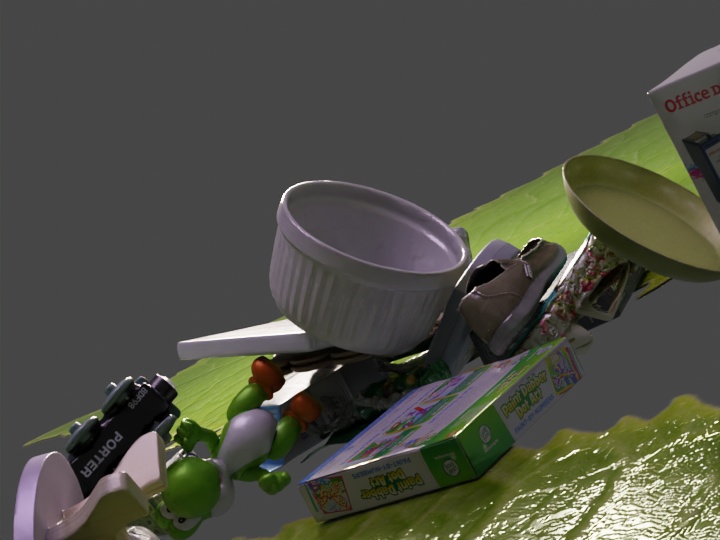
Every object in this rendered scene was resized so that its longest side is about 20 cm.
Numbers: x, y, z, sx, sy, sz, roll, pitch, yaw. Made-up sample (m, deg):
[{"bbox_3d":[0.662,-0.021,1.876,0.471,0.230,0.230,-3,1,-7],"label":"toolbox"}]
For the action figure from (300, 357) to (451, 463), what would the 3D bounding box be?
[{"bbox_3d":[0.024,0.130,1.728,0.199,0.055,0.118,-27,17,43],"label":"action figure"}]

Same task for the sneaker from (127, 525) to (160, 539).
[{"bbox_3d":[-0.233,0.266,1.608,0.074,0.083,0.200,-27,3,-1],"label":"sneaker"}]

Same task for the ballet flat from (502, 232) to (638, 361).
[{"bbox_3d":[0.205,0.037,1.590,0.201,0.064,0.076,-54,-14,-19],"label":"ballet flat"}]

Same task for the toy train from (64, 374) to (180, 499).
[{"bbox_3d":[-0.259,0.190,1.697,0.200,0.085,0.114,-50,-3,-14],"label":"toy train"}]

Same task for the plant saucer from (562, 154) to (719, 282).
[{"bbox_3d":[0.277,-0.045,1.602,0.200,0.199,0.031,-38,-25,-61],"label":"plant saucer"}]

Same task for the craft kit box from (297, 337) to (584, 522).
[{"bbox_3d":[0.072,0.141,1.488,0.197,0.049,0.200,-26,6,42],"label":"craft kit box"}]

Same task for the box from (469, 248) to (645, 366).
[{"bbox_3d":[0.213,0.027,1.766,0.157,0.051,0.200,-25,8,25],"label":"box"}]

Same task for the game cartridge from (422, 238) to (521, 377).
[{"bbox_3d":[0.123,0.039,1.810,0.200,0.040,0.135,-42,-28,-66],"label":"game cartridge"}]

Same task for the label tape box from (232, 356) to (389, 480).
[{"bbox_3d":[-0.077,0.161,1.888,0.199,0.067,0.143,-28,7,-25],"label":"label tape box"}]

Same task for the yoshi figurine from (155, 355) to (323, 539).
[{"bbox_3d":[-0.132,0.186,1.703,0.200,0.112,0.112,-49,38,-13],"label":"yoshi figurine"}]

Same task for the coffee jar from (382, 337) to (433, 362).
[{"bbox_3d":[0.006,0.074,2.048,0.199,0.105,0.085,-26,-26,24],"label":"coffee jar"}]

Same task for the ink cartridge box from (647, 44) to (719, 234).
[{"bbox_3d":[0.363,-0.105,1.467,0.087,0.202,0.145,-31,7,-35],"label":"ink cartridge box"}]

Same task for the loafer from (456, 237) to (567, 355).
[{"bbox_3d":[0.144,0.009,1.615,0.076,0.069,0.200,-55,-3,26],"label":"loafer"}]

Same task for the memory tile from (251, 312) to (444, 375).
[{"bbox_3d":[-0.008,0.083,1.834,0.198,0.017,0.153,-11,6,26],"label":"memory tile"}]

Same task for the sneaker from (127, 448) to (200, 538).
[{"bbox_3d":[-0.225,0.257,1.805,0.087,0.075,0.200,-36,-5,18],"label":"sneaker"}]

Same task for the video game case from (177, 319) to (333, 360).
[{"bbox_3d":[-0.065,0.069,1.798,0.198,0.023,0.181,-7,3,42],"label":"video game case"}]

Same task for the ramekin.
[{"bbox_3d":[0.000,0.000,1.706,0.200,0.198,0.106,-39,-29,-64],"label":"ramekin"}]

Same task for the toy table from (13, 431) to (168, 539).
[{"bbox_3d":[-0.217,0.238,1.438,0.116,0.202,0.184,-16,-26,9],"label":"toy table"}]

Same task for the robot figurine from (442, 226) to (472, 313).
[{"bbox_3d":[0.031,0.004,1.927,0.197,0.114,0.170,-8,28,3],"label":"robot figurine"}]
